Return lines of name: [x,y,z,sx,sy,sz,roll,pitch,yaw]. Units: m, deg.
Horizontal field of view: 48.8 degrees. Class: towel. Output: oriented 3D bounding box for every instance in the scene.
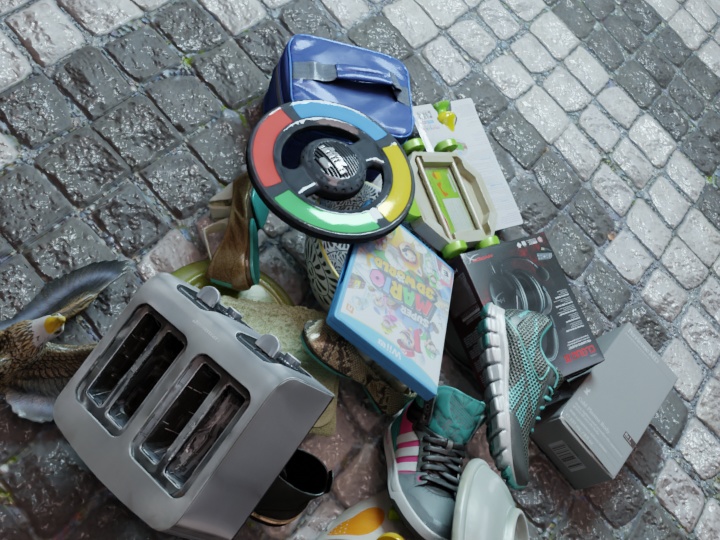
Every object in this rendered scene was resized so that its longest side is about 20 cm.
towel: [-0.113,0.099,0.854,0.196,0.036,0.151,9,62,-22]

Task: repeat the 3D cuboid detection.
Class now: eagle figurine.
eagle figurine: [-0.306,0.069,0.768,0.198,0.149,0.155,-2,102,-53]

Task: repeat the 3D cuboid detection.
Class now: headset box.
headset box: [0.201,0.070,0.990,0.146,0.077,0.203,-13,71,-30]

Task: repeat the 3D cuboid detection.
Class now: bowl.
bowl: [0.000,0.000,0.946,0.198,0.094,0.204,27,43,-29]

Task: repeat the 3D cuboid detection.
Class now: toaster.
toaster: [-0.153,0.126,0.707,0.180,0.119,0.201,34,83,28]

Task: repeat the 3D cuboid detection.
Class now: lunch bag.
lunch bag: [-0.021,-0.210,1.028,0.196,0.132,0.139,6,63,-23]

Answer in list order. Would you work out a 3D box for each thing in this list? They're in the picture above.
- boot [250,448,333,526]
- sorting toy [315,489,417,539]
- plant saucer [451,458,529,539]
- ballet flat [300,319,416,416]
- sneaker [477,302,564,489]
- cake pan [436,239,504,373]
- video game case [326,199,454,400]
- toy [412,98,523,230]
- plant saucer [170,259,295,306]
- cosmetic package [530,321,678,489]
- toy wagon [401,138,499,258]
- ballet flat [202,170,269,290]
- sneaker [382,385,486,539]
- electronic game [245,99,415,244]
boot: [-0.130,0.186,0.778,0.196,0.138,0.079,18,59,-16]
sorting toy: [0.081,0.305,0.866,0.201,0.107,0.180,50,36,3]
plant saucer: [0.135,0.290,0.778,0.049,0.201,0.204,-4,58,21]
ballet flat: [0.011,0.096,0.874,0.200,0.074,0.069,48,16,-46]
sneaker: [0.181,0.134,0.870,0.089,0.078,0.205,-2,77,0]
cake pan: [0.177,0.043,1.060,0.196,0.037,0.204,11,62,-21]
video game case: [0.040,0.026,0.873,0.142,0.018,0.202,39,38,-18]
toy: [0.142,-0.142,1.127,0.113,0.047,0.204,-13,78,-29]
plant saucer: [-0.147,0.074,0.890,0.196,0.031,0.204,12,61,-21]
cosmetic package: [0.318,0.174,1.036,0.107,0.090,0.200,46,59,2]
toy wagon: [0.097,-0.091,1.006,0.197,0.039,0.158,-8,71,-43]
ballet flat: [-0.146,-0.055,0.927,0.071,0.069,0.203,-3,47,4]
sneaker: [0.088,0.188,0.838,0.083,0.122,0.201,26,19,-19]
electronic game: [-0.031,-0.114,0.886,0.196,0.042,0.203,11,53,-15]
